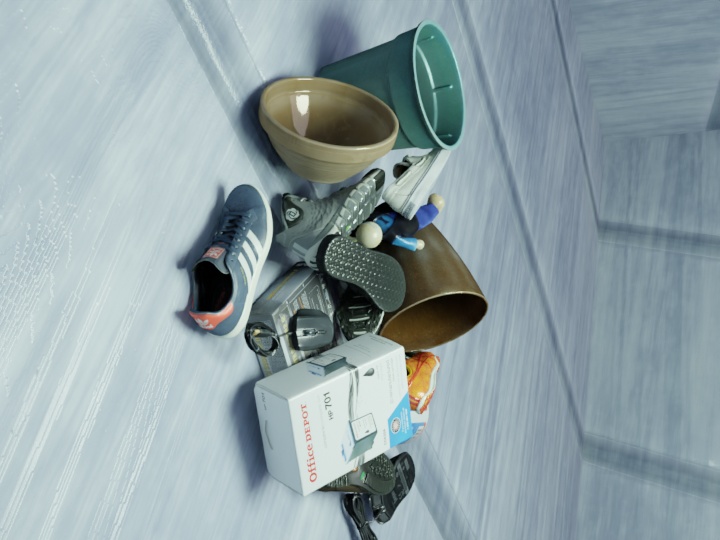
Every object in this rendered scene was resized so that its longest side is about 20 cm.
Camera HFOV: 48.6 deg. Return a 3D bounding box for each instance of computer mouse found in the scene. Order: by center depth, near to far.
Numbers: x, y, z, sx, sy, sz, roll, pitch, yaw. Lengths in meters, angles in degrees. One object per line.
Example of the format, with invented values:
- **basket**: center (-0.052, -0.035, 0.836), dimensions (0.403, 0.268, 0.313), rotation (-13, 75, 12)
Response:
- **computer mouse**: center (-0.087, 0.083, 1.064), dimensions (0.200, 0.034, 0.059), rotation (-3, 92, -63)
- **computer mouse**: center (0.025, 0.367, 1.368), dimensions (0.200, 0.046, 0.141), rotation (-52, 128, -46)

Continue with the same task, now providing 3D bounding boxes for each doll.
- **doll**: center (0.052, -0.083, 1.256), dimensions (0.200, 0.136, 0.049), rotation (-38, 158, -50)

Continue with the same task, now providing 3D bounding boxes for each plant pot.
- **plant pot**: center (-0.051, -0.190, 1.140), dimensions (0.201, 0.200, 0.093), rotation (-55, 164, -51)
- **plant pot**: center (0.042, -0.275, 1.275), dimensions (0.200, 0.195, 0.202), rotation (21, 65, -57)
- **plant pot**: center (0.092, 0.003, 1.330), dimensions (0.187, 0.186, 0.201), rotation (38, 29, -56)

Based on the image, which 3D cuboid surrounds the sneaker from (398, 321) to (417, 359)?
- **sneaker**: center (0.072, 0.168, 1.421), dimensions (0.077, 0.088, 0.201), rotation (-57, 137, -50)

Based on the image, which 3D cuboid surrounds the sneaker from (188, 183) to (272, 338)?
- **sneaker**: center (-0.164, -0.022, 0.981), dimensions (0.084, 0.074, 0.202), rotation (40, 53, -61)

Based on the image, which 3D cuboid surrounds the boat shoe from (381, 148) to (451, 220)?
- **boat shoe**: center (0.087, -0.155, 1.270), dimensions (0.200, 0.070, 0.071), rotation (-56, 176, -46)

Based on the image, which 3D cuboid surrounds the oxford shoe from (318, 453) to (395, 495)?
- **oxford shoe**: center (-0.022, 0.306, 1.221), dimensions (0.199, 0.084, 0.073), rotation (24, 57, -44)

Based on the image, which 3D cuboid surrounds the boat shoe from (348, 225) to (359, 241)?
- **boat shoe**: center (-0.017, -0.078, 1.296), dimensions (0.201, 0.060, 0.073), rotation (-12, 98, -63)

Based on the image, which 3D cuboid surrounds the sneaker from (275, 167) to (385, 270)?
- **sneaker**: center (-0.053, -0.100, 1.158), dimensions (0.200, 0.115, 0.075), rotation (-52, 161, -33)

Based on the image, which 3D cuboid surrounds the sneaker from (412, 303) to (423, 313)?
- **sneaker**: center (0.077, 0.001, 1.476), dimensions (0.200, 0.079, 0.130), rotation (57, -11, 7)

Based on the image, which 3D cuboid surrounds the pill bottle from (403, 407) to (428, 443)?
- **pill bottle**: center (0.027, 0.231, 1.300), dimensions (0.200, 0.111, 0.113), rotation (19, 71, -62)

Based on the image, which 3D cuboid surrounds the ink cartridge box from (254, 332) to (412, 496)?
- **ink cartridge box**: center (-0.032, 0.192, 1.093), dimensions (0.199, 0.086, 0.148), rotation (-21, 113, -36)

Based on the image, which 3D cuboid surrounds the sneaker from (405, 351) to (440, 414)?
- **sneaker**: center (0.083, 0.163, 1.283), dimensions (0.073, 0.077, 0.200), rotation (-61, 179, 9)

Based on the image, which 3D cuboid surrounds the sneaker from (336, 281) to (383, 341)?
- **sneaker**: center (-0.001, 0.053, 1.255), dimensions (0.201, 0.073, 0.080), rotation (-96, -179, -54)

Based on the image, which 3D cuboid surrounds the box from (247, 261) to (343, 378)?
- **box**: center (-0.084, 0.110, 1.159), dimensions (0.158, 0.048, 0.201), rotation (-50, 131, -52)

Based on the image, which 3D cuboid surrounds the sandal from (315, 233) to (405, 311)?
- **sandal**: center (0.000, -0.001, 1.143), dimensions (0.200, 0.048, 0.076), rotation (34, 75, -47)
